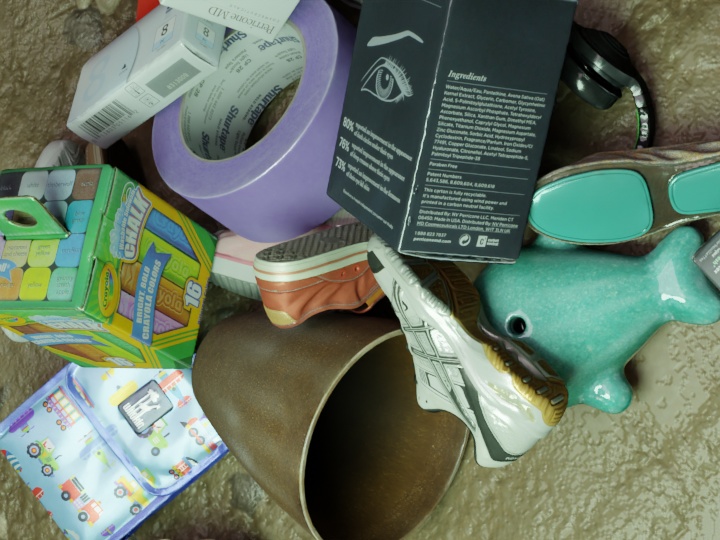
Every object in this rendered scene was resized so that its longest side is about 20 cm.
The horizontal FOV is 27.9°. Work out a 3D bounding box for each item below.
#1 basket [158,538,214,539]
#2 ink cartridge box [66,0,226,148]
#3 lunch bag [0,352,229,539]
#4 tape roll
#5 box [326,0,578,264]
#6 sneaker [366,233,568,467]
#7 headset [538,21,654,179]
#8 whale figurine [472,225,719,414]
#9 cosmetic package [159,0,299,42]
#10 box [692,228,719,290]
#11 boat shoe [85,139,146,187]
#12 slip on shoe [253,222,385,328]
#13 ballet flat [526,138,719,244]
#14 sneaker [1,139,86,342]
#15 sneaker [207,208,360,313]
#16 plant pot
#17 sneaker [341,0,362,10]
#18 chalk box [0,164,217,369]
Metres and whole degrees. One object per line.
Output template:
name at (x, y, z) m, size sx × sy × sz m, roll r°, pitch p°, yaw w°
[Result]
basket at (-0.129, 0.301, 1.218) m, size 0.199 × 0.176 × 0.140 m, roll 10°, pitch 90°, yaw 41°
ink cartridge box at (-0.176, -0.223, 1.267) m, size 0.160 × 0.047 × 0.201 m, roll -28°, pitch 44°, yaw 38°
lunch bag at (-0.206, 0.138, 1.308) m, size 0.200 × 0.094 × 0.151 m, roll -41°, pitch 86°, yaw 16°
tape roll at (-0.074, -0.131, 1.209) m, size 0.199 × 0.085 × 0.201 m, roll -20°, pitch 54°, yaw 30°
box at (0.062, -0.124, 1.074) m, size 0.148 × 0.104 × 0.202 m, roll -138°, pitch 57°, yaw -59°
sneaker at (0.058, 0.058, 1.060) m, size 0.200 × 0.075 × 0.088 m, roll 50°, pitch 120°, yaw 25°
headset at (0.158, -0.153, 1.140) m, size 0.123 × 0.094 × 0.202 m, roll -18°, pitch 95°, yaw 24°
whale figurine at (0.168, 0.031, 1.096) m, size 0.199 × 0.104 × 0.160 m, roll -19°, pitch 79°, yaw 26°
cosmetic package at (-0.072, -0.287, 1.121) m, size 0.200 × 0.112 × 0.081 m, roll -55°, pitch 40°, yaw 32°
box at (0.341, 0.029, 0.985) m, size 0.106 × 0.122 × 0.200 m, roll -48°, pitch 67°, yaw 19°
boat shoe at (-0.232, -0.027, 1.346) m, size 0.066 × 0.074 × 0.202 m, roll -15°, pitch 81°, yaw 23°
slip on shoe at (0.000, 0.000, 1.150) m, size 0.074 × 0.199 × 0.062 m, roll 17°, pitch 114°, yaw 46°
ballet flat at (0.217, -0.063, 1.075) m, size 0.198 × 0.067 × 0.069 m, roll -5°, pitch 115°, yaw 9°
sneaker at (-0.327, -0.039, 1.402) m, size 0.099 × 0.078 × 0.201 m, roll 27°, pitch 101°, yaw 31°
sneaker at (-0.068, -0.028, 1.257) m, size 0.199 × 0.075 × 0.105 m, roll 8°, pitch 75°, yaw 40°
plant pot at (-0.042, 0.107, 1.189) m, size 0.199 × 0.186 × 0.188 m, roll 22°, pitch 99°, yaw 43°
sneaker at (-0.039, -0.290, 1.236) m, size 0.200 × 0.085 × 0.077 m, roll 43°, pitch 108°, yaw 23°
chalk box at (-0.228, -0.007, 1.178) m, size 0.124 × 0.200 × 0.125 m, roll 0°, pitch 70°, yaw 30°
